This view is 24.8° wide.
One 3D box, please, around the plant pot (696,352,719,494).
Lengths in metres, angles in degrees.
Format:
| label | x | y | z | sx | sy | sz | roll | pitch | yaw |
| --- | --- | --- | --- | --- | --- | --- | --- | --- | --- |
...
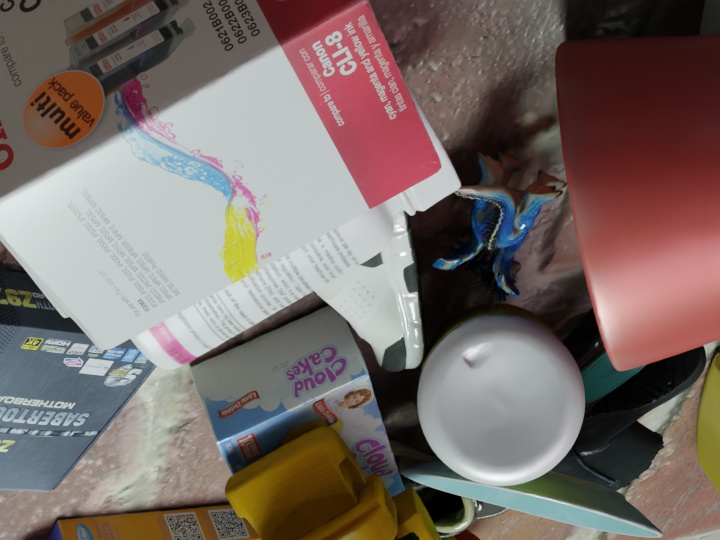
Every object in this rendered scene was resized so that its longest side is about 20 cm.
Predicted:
| label | x | y | z | sx | sy | sz | roll | pitch | yaw |
| --- | --- | --- | --- | --- | --- | --- | --- | --- | --- |
| plant pot | 0.410 | 0.139 | 1.435 | 0.199 | 0.200 | 0.177 | -28 | 135 | 1 |

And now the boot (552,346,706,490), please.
| label | x | y | z | sx | sy | sz | roll | pitch | yaw |
| --- | --- | --- | --- | --- | --- | --- | --- | --- | --- |
| boot | 0.214 | 0.126 | 1.370 | 0.197 | 0.074 | 0.162 | -29 | 145 | 15 |

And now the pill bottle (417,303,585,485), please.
| label | x | y | z | sx | sy | sz | roll | pitch | yaw |
| --- | --- | --- | --- | --- | --- | --- | --- | --- | --- |
| pill bottle | 0.095 | 0.080 | 1.130 | 0.109 | 0.110 | 0.200 | -30 | -179 | 4 |

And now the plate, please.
| label | x | y | z | sx | sy | sz | roll | pitch | yaw |
| --- | --- | --- | --- | --- | --- | --- | --- | --- | --- |
| plate | 0.128 | 0.164 | 1.218 | 0.199 | 0.026 | 0.200 | 15 | 170 | 3 |

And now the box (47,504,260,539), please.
| label | x | y | z | sx | sy | sz | roll | pitch | yaw |
| --- | --- | --- | --- | --- | --- | --- | --- | --- | --- |
| box | -0.179 | 0.235 | 1.270 | 0.199 | 0.042 | 0.119 | 2 | 136 | -34 |

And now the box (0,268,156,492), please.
| label | x | y | z | sx | sy | sz | roll | pitch | yaw |
| --- | --- | --- | --- | --- | --- | --- | --- | --- | --- |
| box | -0.236 | 0.068 | 0.991 | 0.199 | 0.051 | 0.158 | 11 | 132 | -44 |

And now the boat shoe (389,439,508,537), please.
| label | x | y | z | sx | sy | sz | roll | pitch | yaw |
| --- | --- | --- | --- | --- | --- | --- | --- | --- | --- |
| boat shoe | 0.068 | 0.188 | 1.349 | 0.200 | 0.066 | 0.072 | 18 | 115 | -47 |

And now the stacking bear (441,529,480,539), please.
| label | x | y | z | sx | sy | sz | roll | pitch | yaw |
| --- | --- | --- | --- | --- | --- | --- | --- | --- | --- |
| stacking bear | 0.043 | 0.262 | 1.406 | 0.113 | 0.122 | 0.199 | -29 | 160 | 29 |

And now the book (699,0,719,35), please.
| label | x | y | z | sx | sy | sz | roll | pitch | yaw |
| --- | --- | --- | --- | --- | --- | --- | --- | --- | --- |
| book | 0.312 | -0.205 | 1.004 | 0.199 | 0.048 | 0.134 | -15 | 138 | -16 |

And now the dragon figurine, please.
| label | x | y | z | sx | sy | sz | roll | pitch | yaw |
| --- | --- | --- | --- | --- | --- | --- | --- | --- | --- |
| dragon figurine | 0.083 | -0.018 | 1.036 | 0.200 | 0.059 | 0.100 | -38 | 151 | -77 |

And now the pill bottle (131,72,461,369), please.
| label | x | y | z | sx | sy | sz | roll | pitch | yaw |
| --- | --- | --- | --- | --- | --- | --- | --- | --- | --- |
| pill bottle | -0.052 | -0.039 | 0.922 | 0.199 | 0.114 | 0.113 | -29 | 147 | 3 |

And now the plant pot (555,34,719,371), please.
| label | x | y | z | sx | sy | sz | roll | pitch | yaw |
| --- | --- | --- | --- | --- | --- | --- | --- | --- | --- |
| plant pot | 0.220 | -0.054 | 0.973 | 0.176 | 0.202 | 0.201 | -10 | 150 | 14 |

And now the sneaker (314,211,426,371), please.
| label | x | y | z | sx | sy | sz | roll | pitch | yaw |
| --- | --- | --- | --- | --- | --- | --- | --- | --- | --- |
| sneaker | 0.000 | 0.000 | 1.066 | 0.079 | 0.074 | 0.201 | -10 | 142 | 3 |

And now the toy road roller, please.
| label | x | y | z | sx | sy | sz | roll | pitch | yaw |
| --- | --- | --- | --- | --- | --- | --- | --- | --- | --- |
| toy road roller | -0.021 | 0.181 | 1.140 | 0.122 | 0.147 | 0.200 | -28 | -176 | 2 |

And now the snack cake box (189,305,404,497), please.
| label | x | y | z | sx | sy | sz | roll | pitch | yaw |
| --- | --- | --- | --- | --- | --- | --- | --- | --- | --- |
| snack cake box | -0.040 | 0.120 | 1.185 | 0.114 | 0.067 | 0.200 | -23 | 146 | -4 |

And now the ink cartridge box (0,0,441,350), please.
| label | x | y | z | sx | sy | sz | roll | pitch | yaw |
| --- | --- | --- | --- | --- | --- | --- | --- | --- | --- |
| ink cartridge box | -0.090 | -0.088 | 0.798 | 0.199 | 0.146 | 0.145 | -29 | 147 | 1 |

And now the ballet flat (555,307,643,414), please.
| label | x | y | z | sx | sy | sz | roll | pitch | yaw |
| --- | --- | --- | --- | --- | --- | --- | --- | --- | --- |
| ballet flat | 0.153 | 0.087 | 1.266 | 0.068 | 0.069 | 0.200 | 25 | 128 | -31 |
